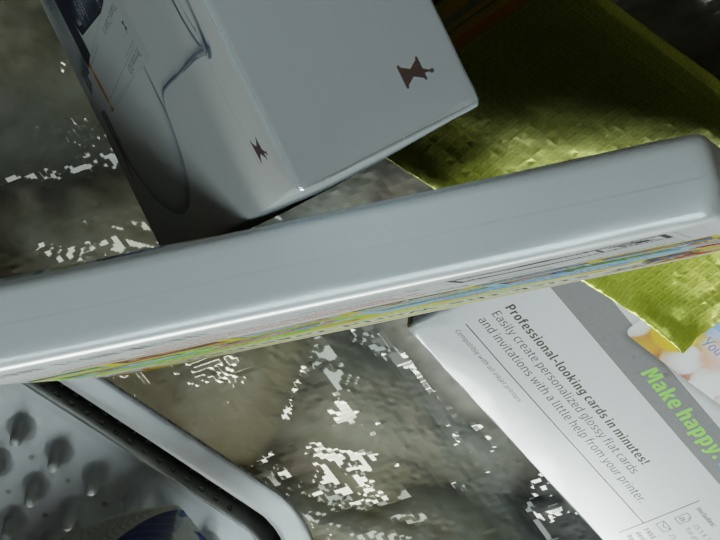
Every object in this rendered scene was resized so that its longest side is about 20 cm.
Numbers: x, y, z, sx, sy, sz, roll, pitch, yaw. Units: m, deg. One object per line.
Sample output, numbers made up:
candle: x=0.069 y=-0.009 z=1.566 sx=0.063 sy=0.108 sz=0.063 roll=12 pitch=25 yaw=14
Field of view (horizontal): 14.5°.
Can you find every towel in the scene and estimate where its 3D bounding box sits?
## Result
towel: x=0.045 y=-0.045 z=0.780 sx=0.199 sy=0.018 sz=0.086 roll=31 pitch=134 yaw=-26

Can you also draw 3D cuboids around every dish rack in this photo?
dish rack: x=-0.130 y=0.095 z=0.931 sx=0.199 sy=0.044 sz=0.172 roll=33 pitch=104 yaw=-6

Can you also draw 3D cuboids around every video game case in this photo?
video game case: x=0.000 y=0.000 z=0.718 sx=0.199 sy=0.182 sz=0.023 roll=-12 pitch=87 yaw=11

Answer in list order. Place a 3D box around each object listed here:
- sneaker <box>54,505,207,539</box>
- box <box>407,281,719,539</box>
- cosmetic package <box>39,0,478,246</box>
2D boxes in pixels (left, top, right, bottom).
sneaker: x=-0.102 y=0.167 z=0.896 sx=0.199 sy=0.081 sz=0.115 roll=-34 pitch=106 yaw=18
box: x=0.139 y=0.016 z=0.874 sx=0.199 sy=0.041 sz=0.156 roll=-26 pitch=124 yaw=26
cosmetic package: x=-0.055 y=-0.107 z=0.661 sx=0.051 sy=0.151 sz=0.201 roll=-26 pitch=91 yaw=-17
